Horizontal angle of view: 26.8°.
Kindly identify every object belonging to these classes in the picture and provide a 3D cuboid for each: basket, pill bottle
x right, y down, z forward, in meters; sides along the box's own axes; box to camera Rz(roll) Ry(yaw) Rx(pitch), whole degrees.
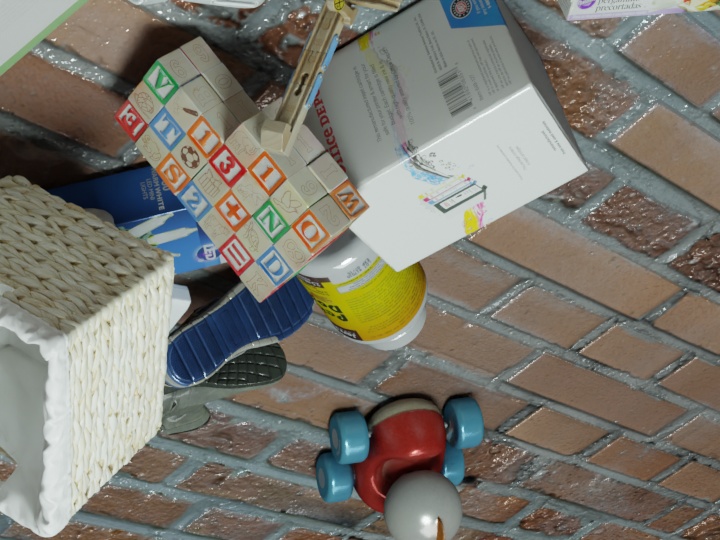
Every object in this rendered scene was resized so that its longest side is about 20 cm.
[{"bbox_3d":[-0.267,0.064,1.208,0.161,0.197,0.202,-37,145,-48],"label":"basket"},{"bbox_3d":[0.000,0.000,1.489,0.108,0.110,0.200,-24,144,8],"label":"pill bottle"}]

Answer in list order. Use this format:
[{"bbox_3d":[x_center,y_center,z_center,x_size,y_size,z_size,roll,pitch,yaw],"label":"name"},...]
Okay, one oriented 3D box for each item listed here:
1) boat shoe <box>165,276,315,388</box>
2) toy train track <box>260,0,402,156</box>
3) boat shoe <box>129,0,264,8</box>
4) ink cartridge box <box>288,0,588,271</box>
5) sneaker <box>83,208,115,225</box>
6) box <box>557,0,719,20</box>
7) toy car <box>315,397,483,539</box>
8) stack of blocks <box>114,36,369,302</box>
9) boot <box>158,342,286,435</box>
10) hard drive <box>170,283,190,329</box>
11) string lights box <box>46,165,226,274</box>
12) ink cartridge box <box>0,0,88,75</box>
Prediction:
[{"bbox_3d":[-0.133,0.052,1.512,0.199,0.073,0.072,-27,-171,-35],"label":"boat shoe"},{"bbox_3d":[-0.034,-0.187,1.176,0.114,0.202,0.032,15,169,37],"label":"toy train track"},{"bbox_3d":[-0.153,-0.233,1.149,0.198,0.072,0.069,-6,144,-32],"label":"boat shoe"},{"bbox_3d":[0.066,-0.126,1.315,0.199,0.148,0.145,-28,144,14],"label":"ink cartridge box"},{"bbox_3d":[-0.230,0.048,1.328,0.074,0.081,0.202,-18,130,-22],"label":"sneaker"},{"bbox_3d":[0.269,-0.252,1.328,0.197,0.042,0.039,-6,143,-16],"label":"box"},{"bbox_3d":[0.063,0.275,1.812,0.182,0.202,0.178,-4,143,-18],"label":"toy car"},{"bbox_3d":[-0.099,-0.090,1.237,0.058,0.201,0.115,-38,178,-46],"label":"stack of blocks"},{"bbox_3d":[-0.175,0.128,1.636,0.197,0.068,0.131,-7,149,-2],"label":"boot"},{"bbox_3d":[-0.274,0.046,1.401,0.198,0.027,0.132,9,139,-36],"label":"hard drive"},{"bbox_3d":[-0.204,-0.040,1.385,0.198,0.059,0.103,-14,148,-5],"label":"string lights box"},{"bbox_3d":[-0.317,-0.217,1.106,0.145,0.048,0.199,-34,142,21],"label":"ink cartridge box"}]
